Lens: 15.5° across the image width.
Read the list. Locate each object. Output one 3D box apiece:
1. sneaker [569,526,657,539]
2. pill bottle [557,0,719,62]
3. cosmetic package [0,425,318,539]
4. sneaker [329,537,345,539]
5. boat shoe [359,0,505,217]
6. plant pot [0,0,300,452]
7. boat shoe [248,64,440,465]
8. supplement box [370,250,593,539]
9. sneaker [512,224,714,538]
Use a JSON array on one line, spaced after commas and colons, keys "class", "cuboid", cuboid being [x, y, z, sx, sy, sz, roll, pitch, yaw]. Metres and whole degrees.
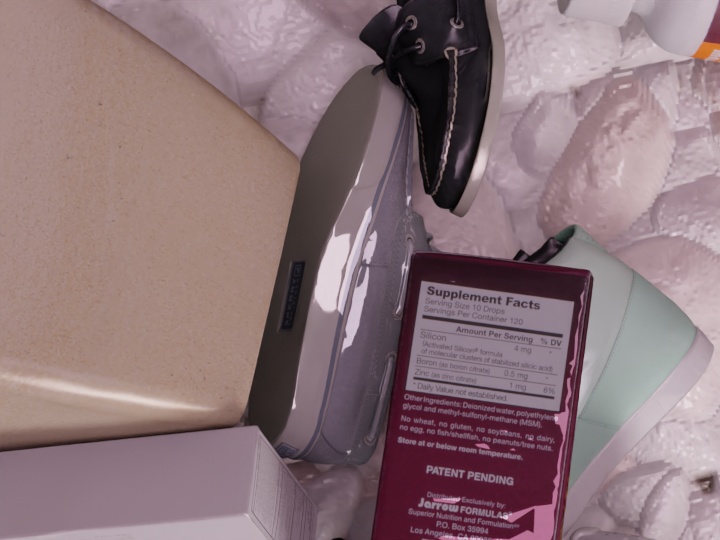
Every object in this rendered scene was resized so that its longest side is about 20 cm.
[{"class": "sneaker", "cuboid": [0.103, 0.218, 1.277, 0.086, 0.075, 0.201, 17, 82, 22]}, {"class": "pill bottle", "cuboid": [0.204, -0.155, 1.317, 0.199, 0.110, 0.110, 9, 89, -5]}, {"class": "cosmetic package", "cuboid": [-0.127, 0.118, 1.218, 0.199, 0.083, 0.051, -7, 55, 18]}, {"class": "sneaker", "cuboid": [-0.027, 0.203, 1.265, 0.114, 0.076, 0.200, -25, 87, 1]}, {"class": "boat shoe", "cuboid": [0.033, -0.119, 1.290, 0.066, 0.075, 0.200, 11, 65, -14]}, {"class": "plant pot", "cuboid": [-0.141, -0.001, 1.231, 0.177, 0.200, 0.201, 20, 67, -16]}, {"class": "boat shoe", "cuboid": [0.000, 0.000, 1.326, 0.071, 0.070, 0.202, 17, 83, -29]}, {"class": "supplement box", "cuboid": [0.053, 0.101, 1.221, 0.085, 0.110, 0.201, 7, 79, 5]}, {"class": "sneaker", "cuboid": [0.071, 0.070, 1.320, 0.118, 0.074, 0.200, 45, 76, -10]}]
